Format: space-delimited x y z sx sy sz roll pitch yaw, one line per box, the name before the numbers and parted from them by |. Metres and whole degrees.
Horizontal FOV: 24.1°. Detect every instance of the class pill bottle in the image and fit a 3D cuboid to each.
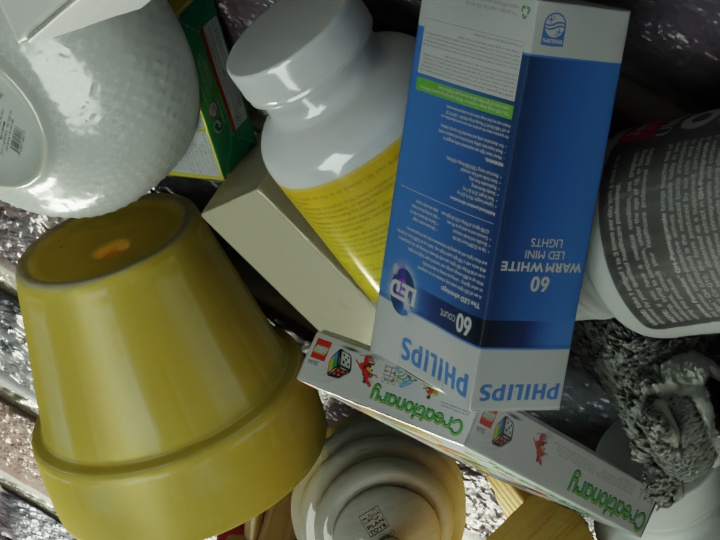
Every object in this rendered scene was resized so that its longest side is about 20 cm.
pill bottle | 0.016 -0.060 0.938 0.112 0.112 0.200 -8 131 43
pill bottle | 0.215 0.181 1.097 0.111 0.111 0.200 5 139 32
pill bottle | 0.180 -0.025 0.847 0.200 0.111 0.111 -10 129 44

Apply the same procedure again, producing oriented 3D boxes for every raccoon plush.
raccoon plush | 0.140 0.064 0.982 0.200 0.134 0.097 -2 134 39

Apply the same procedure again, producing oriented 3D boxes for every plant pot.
plant pot | -0.143 0.059 1.155 0.201 0.201 0.189 2 123 35

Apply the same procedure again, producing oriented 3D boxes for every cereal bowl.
cereal bowl | -0.198 -0.110 0.980 0.200 0.083 0.200 19 133 21

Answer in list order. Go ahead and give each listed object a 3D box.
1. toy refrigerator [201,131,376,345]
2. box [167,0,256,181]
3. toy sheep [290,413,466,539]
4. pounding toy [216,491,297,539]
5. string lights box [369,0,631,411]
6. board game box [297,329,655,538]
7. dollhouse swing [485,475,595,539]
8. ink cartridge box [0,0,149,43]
toy refrigerator | 0.000 0.000 1.060 0.200 0.076 0.070 44 143 -21
box | -0.170 -0.121 1.046 0.200 0.048 0.117 7 130 28
toy sheep | 0.015 0.170 1.189 0.138 0.138 0.200 42 -178 -16
pounding toy | -0.063 0.222 1.320 0.142 0.184 0.200 23 147 -10
string lights box | 0.065 -0.040 0.844 0.103 0.059 0.200 28 114 56
board game box | 0.072 0.095 0.970 0.126 0.035 0.200 18 171 42
dollhouse swing | 0.095 0.239 1.151 0.176 0.182 0.200 31 156 45
ink cartridge box | -0.139 -0.229 0.784 0.146 0.086 0.200 -26 91 46
